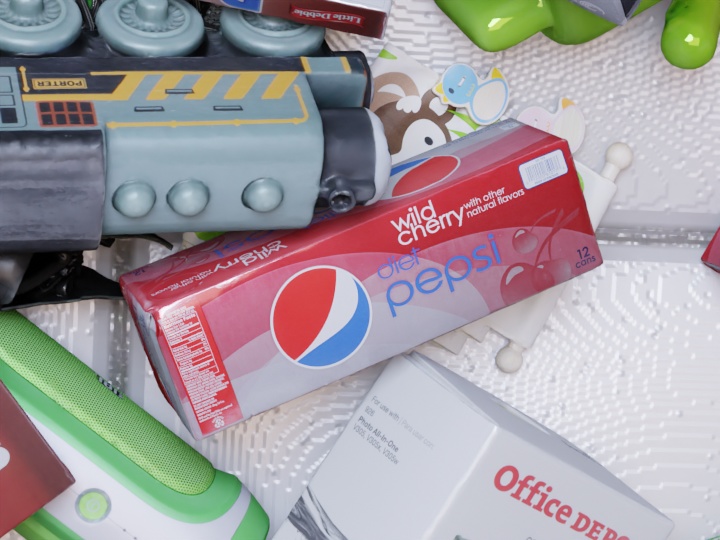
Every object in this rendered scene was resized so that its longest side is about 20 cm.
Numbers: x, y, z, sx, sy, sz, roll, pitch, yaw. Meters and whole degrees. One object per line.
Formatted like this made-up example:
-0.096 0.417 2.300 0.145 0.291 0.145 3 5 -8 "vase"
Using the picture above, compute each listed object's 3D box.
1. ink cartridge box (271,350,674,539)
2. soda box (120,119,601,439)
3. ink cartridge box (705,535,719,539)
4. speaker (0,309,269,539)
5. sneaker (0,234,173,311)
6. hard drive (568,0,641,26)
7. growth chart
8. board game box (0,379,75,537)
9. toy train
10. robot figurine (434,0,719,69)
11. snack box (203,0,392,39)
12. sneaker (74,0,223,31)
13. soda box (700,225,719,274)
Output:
0.029 0.157 0.824 0.146 0.084 0.200 30 94 -41 "ink cartridge box"
0.000 0.000 0.796 0.200 0.070 0.063 -22 109 -12 "soda box"
0.239 0.172 0.818 0.145 0.200 0.084 -17 98 -4 "ink cartridge box"
-0.140 0.083 0.824 0.200 0.088 0.088 39 91 -9 "speaker"
-0.179 -0.024 0.769 0.104 0.200 0.060 31 102 27 "sneaker"
0.054 -0.202 0.713 0.200 0.042 0.135 36 107 9 "hard drive"
0.023 -0.035 0.853 0.200 0.018 0.145 18 96 -17 "growth chart"
-0.212 0.041 0.722 0.103 0.019 0.200 -37 114 -11 "board game box"
-0.085 -0.060 0.742 0.200 0.114 0.085 -1 132 -17 "toy train"
0.120 -0.179 0.805 0.200 0.116 0.175 -29 122 -4 "robot figurine"
-0.081 -0.151 0.744 0.200 0.024 0.072 12 63 -3 "snack box"
-0.120 -0.117 0.803 0.200 0.085 0.078 -10 98 -7 "sneaker"
0.248 -0.071 0.859 0.070 0.063 0.200 30 92 -9 "soda box"
